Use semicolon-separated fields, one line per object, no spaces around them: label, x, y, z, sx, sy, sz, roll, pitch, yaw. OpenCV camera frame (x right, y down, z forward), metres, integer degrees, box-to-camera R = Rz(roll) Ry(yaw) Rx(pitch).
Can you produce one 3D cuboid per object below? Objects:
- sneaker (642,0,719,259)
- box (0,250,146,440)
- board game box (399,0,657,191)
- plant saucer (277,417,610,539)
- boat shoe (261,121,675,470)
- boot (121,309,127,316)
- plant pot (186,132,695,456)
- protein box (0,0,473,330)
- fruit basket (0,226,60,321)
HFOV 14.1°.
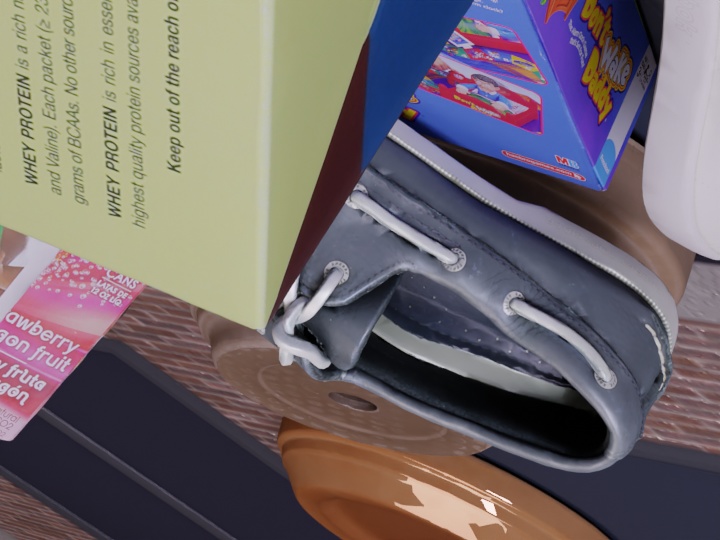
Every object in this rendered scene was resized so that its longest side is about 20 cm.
sneaker;0.122;-0.044;0.745;0.084;0.073;0.200;24;163;15
box;-0.167;-0.044;0.911;0.200;0.096;0.100;30;-158;-33
board game box;-0.021;-0.098;0.848;0.199;0.045;0.135;19;163;22
plant saucer;0.043;0.132;1.499;0.199;0.038;0.200;24;163;7
boat shoe;0.000;0.000;0.867;0.199;0.062;0.073;24;133;-6
boot;-0.181;-0.020;1.060;0.199;0.071;0.146;-15;138;18
plant pot;0.009;0.002;0.986;0.200;0.093;0.201;16;162;5
protein box;-0.076;-0.130;0.563;0.199;0.135;0.199;21;143;14
fruit basket;-0.152;-0.049;0.787;0.185;0.200;0.094;28;-153;-24
